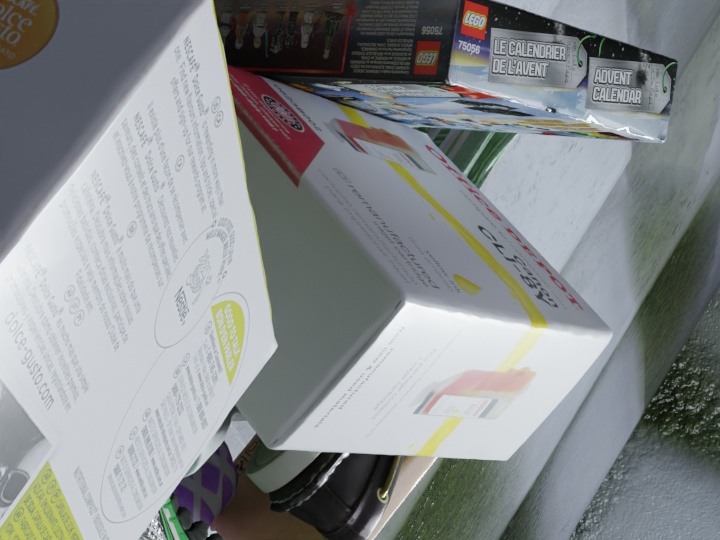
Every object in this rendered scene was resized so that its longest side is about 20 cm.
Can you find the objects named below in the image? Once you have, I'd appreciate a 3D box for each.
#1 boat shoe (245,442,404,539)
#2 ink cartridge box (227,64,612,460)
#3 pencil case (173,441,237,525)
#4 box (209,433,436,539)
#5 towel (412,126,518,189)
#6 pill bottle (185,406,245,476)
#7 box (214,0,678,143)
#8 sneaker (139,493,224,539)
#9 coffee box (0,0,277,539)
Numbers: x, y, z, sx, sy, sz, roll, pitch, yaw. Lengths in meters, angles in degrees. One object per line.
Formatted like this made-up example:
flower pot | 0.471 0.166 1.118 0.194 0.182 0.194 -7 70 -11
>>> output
boat shoe | -0.004 0.076 0.977 0.072 0.061 0.201 -41 -174 20
ink cartridge box | 0.000 0.000 0.832 0.084 0.145 0.200 -49 154 16
pencil case | -0.148 0.147 1.034 0.085 0.084 0.200 -23 -168 44
box | 0.001 0.081 1.070 0.200 0.021 0.163 -51 -156 -5
towel | 0.023 -0.033 1.167 0.153 0.023 0.200 -54 -166 -16
pill bottle | -0.059 0.003 0.993 0.200 0.116 0.117 -49 160 -34
box | 0.018 -0.090 0.859 0.136 0.199 0.040 9 90 -43
sneaker | -0.125 0.127 0.937 0.200 0.078 0.085 56 47 -29
coffee box | -0.162 0.004 0.554 0.198 0.199 0.200 -54 161 -22
